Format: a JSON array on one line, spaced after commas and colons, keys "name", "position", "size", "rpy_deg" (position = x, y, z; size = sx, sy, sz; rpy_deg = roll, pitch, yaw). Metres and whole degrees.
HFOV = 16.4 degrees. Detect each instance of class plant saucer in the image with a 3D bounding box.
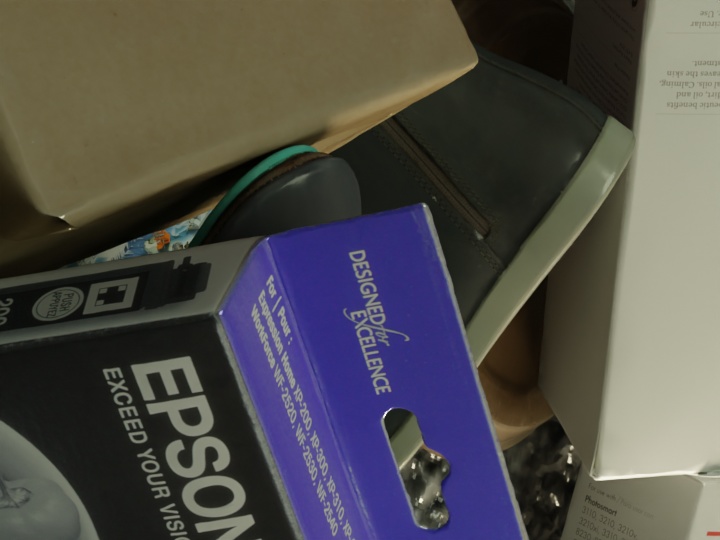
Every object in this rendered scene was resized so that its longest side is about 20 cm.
[{"name": "plant saucer", "position": [0.060, -0.022, 1.006], "size": [0.200, 0.029, 0.201], "rpy_deg": [-13, 105, -57]}]

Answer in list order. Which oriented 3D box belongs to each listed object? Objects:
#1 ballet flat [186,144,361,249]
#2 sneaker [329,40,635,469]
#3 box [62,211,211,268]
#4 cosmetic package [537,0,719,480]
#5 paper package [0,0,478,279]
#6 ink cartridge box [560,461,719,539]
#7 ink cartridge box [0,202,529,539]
[{"name": "ballet flat", "position": [-0.036, 0.042, 0.790], "size": [0.073, 0.200, 0.073], "rpy_deg": [14, 50, -18]}, {"name": "sneaker", "position": [0.000, 0.000, 0.899], "size": [0.200, 0.106, 0.075], "rpy_deg": [-54, -179, 16]}, {"name": "box", "position": [-0.092, -0.046, 0.859], "size": [0.200, 0.040, 0.137], "rpy_deg": [-40, 121, -39]}, {"name": "cosmetic package", "position": [0.134, -0.028, 0.944], "size": [0.107, 0.085, 0.201], "rpy_deg": [-1, 116, -14]}, {"name": "paper package", "position": [-0.091, -0.112, 0.763], "size": [0.190, 0.103, 0.200], "rpy_deg": [-24, 87, -40]}, {"name": "ink cartridge box", "position": [0.142, 0.134, 1.061], "size": [0.115, 0.068, 0.201], "rpy_deg": [5, 103, -43]}, {"name": "ink cartridge box", "position": [-0.054, 0.080, 0.746], "size": [0.043, 0.199, 0.198], "rpy_deg": [-86, 161, -50]}]
